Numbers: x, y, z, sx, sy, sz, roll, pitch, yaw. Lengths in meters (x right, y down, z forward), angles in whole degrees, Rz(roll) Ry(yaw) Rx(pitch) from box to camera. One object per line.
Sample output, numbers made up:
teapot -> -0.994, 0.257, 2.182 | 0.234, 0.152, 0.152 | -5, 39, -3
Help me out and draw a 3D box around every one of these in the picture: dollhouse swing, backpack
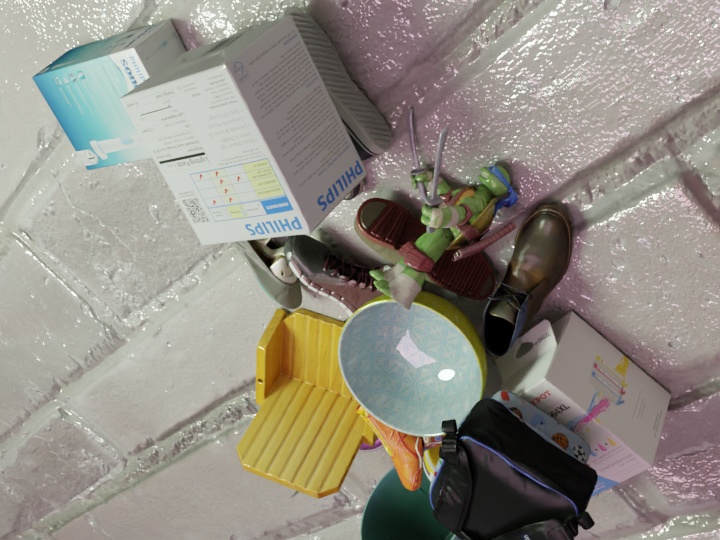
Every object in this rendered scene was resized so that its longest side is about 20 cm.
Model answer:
dollhouse swing -> -0.076, 0.191, 1.412 | 0.198, 0.176, 0.184 | 17, 125, 18
backpack -> 0.175, 0.256, 1.170 | 0.199, 0.154, 0.192 | 37, 134, 12

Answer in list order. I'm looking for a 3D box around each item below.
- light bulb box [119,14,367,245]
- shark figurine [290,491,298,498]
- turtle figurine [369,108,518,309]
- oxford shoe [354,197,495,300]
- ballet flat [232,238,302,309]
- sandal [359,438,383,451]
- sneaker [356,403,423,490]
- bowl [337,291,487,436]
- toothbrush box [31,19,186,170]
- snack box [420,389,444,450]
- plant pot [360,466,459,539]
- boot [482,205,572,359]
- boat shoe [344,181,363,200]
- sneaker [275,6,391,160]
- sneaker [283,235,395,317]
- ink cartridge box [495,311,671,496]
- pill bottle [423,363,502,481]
light bulb box -> -0.131, -0.150, 1.091 | 0.197, 0.125, 0.202 | -4, 122, 43
shark figurine -> -0.102, 0.285, 1.627 | 0.090, 0.128, 0.215 | 45, 162, 25
turtle figurine -> 0.068, -0.069, 1.120 | 0.199, 0.195, 0.144 | 30, -171, -42
oxford shoe -> 0.081, -0.025, 1.237 | 0.199, 0.071, 0.075 | 33, 164, -1
ballet flat -> -0.131, -0.029, 1.350 | 0.063, 0.068, 0.201 | -24, 113, 35
sandal -> -0.044, 0.231, 1.510 | 0.200, 0.050, 0.084 | 14, 95, 27
sneaker -> 0.035, 0.208, 1.341 | 0.073, 0.076, 0.202 | 135, 118, -72
bowl -> 0.081, 0.102, 1.253 | 0.198, 0.108, 0.203 | 12, 121, 22
toothbrush box -> -0.305, -0.225, 1.264 | 0.198, 0.086, 0.148 | -5, 124, 35
snack box -> 0.081, 0.222, 1.389 | 0.024, 0.073, 0.200 | -1, 164, -12
plant pot -> 0.125, 0.409, 1.501 | 0.199, 0.202, 0.161 | -13, 134, 39
boot -> 0.200, 0.020, 1.164 | 0.074, 0.097, 0.201 | 23, 137, 11
boat shoe -> -0.081, -0.152, 1.208 | 0.200, 0.063, 0.072 | 45, 138, -11
sneaker -> -0.050, -0.205, 1.130 | 0.079, 0.079, 0.201 | -20, 117, 35
sneaker -> 0.000, 0.000, 1.299 | 0.199, 0.076, 0.115 | 40, 133, -21
ink cartridge box -> 0.268, 0.164, 1.232 | 0.199, 0.126, 0.129 | 38, 138, -5
pill bottle -> 0.154, 0.222, 1.367 | 0.108, 0.110, 0.201 | 22, 137, 13
